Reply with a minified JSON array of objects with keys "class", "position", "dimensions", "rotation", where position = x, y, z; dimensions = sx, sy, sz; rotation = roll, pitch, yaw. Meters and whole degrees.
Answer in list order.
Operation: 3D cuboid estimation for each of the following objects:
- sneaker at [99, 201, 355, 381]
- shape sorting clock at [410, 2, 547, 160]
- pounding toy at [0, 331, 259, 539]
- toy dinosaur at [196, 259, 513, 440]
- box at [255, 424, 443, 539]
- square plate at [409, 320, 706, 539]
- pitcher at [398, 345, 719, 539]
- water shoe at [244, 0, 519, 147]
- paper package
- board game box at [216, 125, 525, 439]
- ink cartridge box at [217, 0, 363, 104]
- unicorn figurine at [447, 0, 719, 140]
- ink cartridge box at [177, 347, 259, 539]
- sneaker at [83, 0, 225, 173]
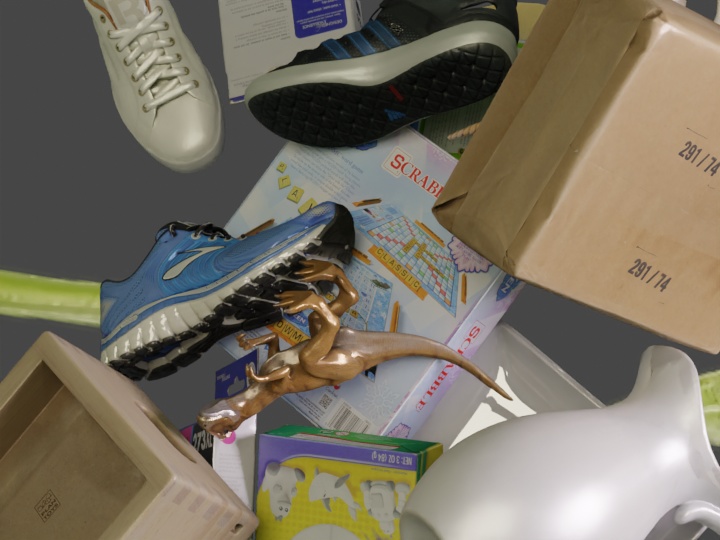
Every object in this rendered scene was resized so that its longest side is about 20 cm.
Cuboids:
[{"class":"sneaker","position":[-0.097,-0.004,1.474],"dimensions":[0.199,0.078,0.090],"rotation":[-25,66,18]},{"class":"shape sorting clock","position":[0.098,-0.088,1.522],"dimensions":[0.199,0.039,0.201],"rotation":[-8,70,24]},{"class":"pounding toy","position":[-0.166,0.186,1.394],"dimensions":[0.184,0.142,0.200],"rotation":[-49,53,3]},{"class":"toy dinosaur","position":[-0.012,0.050,1.415],"dimensions":[0.199,0.107,0.060],"rotation":[-14,27,-2]},{"class":"box","position":[-0.011,0.206,1.417],"dimensions":[0.117,0.048,0.201],"rotation":[4,98,25]},{"class":"square plate","position":[0.101,0.168,1.447],"dimensions":[0.198,0.028,0.200],"rotation":[39,86,21]},{"class":"pitcher","position":[0.139,0.161,1.354],"dimensions":[0.199,0.121,0.172],"rotation":[-25,83,-21]},{"class":"water shoe","position":[0.018,-0.139,1.478],"dimensions":[0.199,0.072,0.079],"rotation":[-10,48,26]},{"class":"paper package","position":[0.176,-0.067,1.376],"dimensions":[0.191,0.199,0.103],"rotation":[-60,40,14]},{"class":"board game box","position":[0.000,0.000,1.495],"dimensions":[0.200,0.041,0.200],"rotation":[38,92,30]},{"class":"ink cartridge box","position":[-0.052,-0.202,1.582],"dimensions":[0.099,0.039,0.201],"rotation":[-12,58,10]},{"class":"unicorn figurine","position":[0.169,-0.141,1.450],"dimensions":[0.199,0.074,0.138],"rotation":[9,87,-8]},{"class":"ink cartridge box","position":[-0.097,0.156,1.460],"dimensions":[0.037,0.095,0.201],"rotation":[8,75,-19]},{"class":"sneaker","position":[-0.161,-0.163,1.591],"dimensions":[0.073,0.085,0.201],"rotation":[-27,70,3]}]
